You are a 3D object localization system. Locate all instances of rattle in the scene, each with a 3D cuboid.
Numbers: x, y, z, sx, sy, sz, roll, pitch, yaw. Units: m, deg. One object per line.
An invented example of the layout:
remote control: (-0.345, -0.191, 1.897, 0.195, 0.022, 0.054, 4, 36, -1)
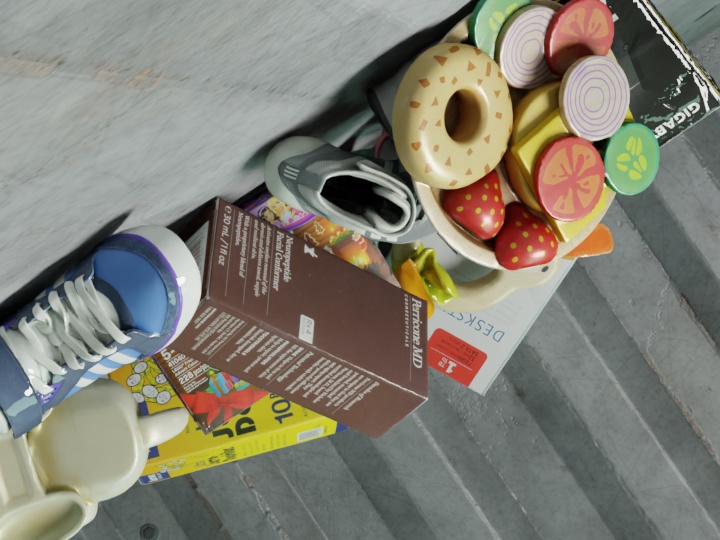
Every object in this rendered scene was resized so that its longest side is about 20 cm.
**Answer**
rattle: (0.126, -0.008, 1.365, 0.200, 0.130, 0.143, 3, -170, 1)

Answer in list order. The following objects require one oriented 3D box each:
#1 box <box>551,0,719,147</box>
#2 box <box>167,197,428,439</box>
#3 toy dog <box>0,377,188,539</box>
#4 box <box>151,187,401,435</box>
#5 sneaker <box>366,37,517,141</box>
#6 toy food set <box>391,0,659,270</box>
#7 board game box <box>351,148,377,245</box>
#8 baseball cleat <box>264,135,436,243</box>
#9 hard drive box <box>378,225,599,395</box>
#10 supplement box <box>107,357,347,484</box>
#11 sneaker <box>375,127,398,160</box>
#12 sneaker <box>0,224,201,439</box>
box: (0.151, -0.132, 1.204, 0.200, 0.160, 0.049, -34, -149, 18)
box: (-0.046, 0.039, 1.187, 0.075, 0.200, 0.100, -40, -145, 38)
toy dog: (-0.246, 0.125, 1.277, 0.194, 0.140, 0.200, -26, -172, -11)
box: (-0.079, 0.020, 1.263, 0.200, 0.137, 0.039, -34, -161, -8)
sneaker: (0.096, -0.089, 1.158, 0.087, 0.200, 0.075, -45, -146, 9)
toy food set: (0.118, -0.099, 1.110, 0.198, 0.200, 0.049, -41, -154, -19)
board game box: (0.000, 0.000, 1.364, 0.023, 0.200, 0.105, -1, 177, -9)
baseball cleat: (0.021, -0.045, 1.145, 0.200, 0.106, 0.070, 7, 107, -45)
hard drive box: (0.103, -0.010, 1.479, 0.200, 0.156, 0.077, -58, -169, 18)
supplement box: (-0.117, 0.109, 1.414, 0.200, 0.109, 0.110, -15, 166, -6)
sneaker: (0.106, -0.086, 1.338, 0.074, 0.200, 0.087, -60, -165, 23)
sneaker: (-0.202, 0.053, 1.010, 0.200, 0.081, 0.146, -30, -175, 46)
